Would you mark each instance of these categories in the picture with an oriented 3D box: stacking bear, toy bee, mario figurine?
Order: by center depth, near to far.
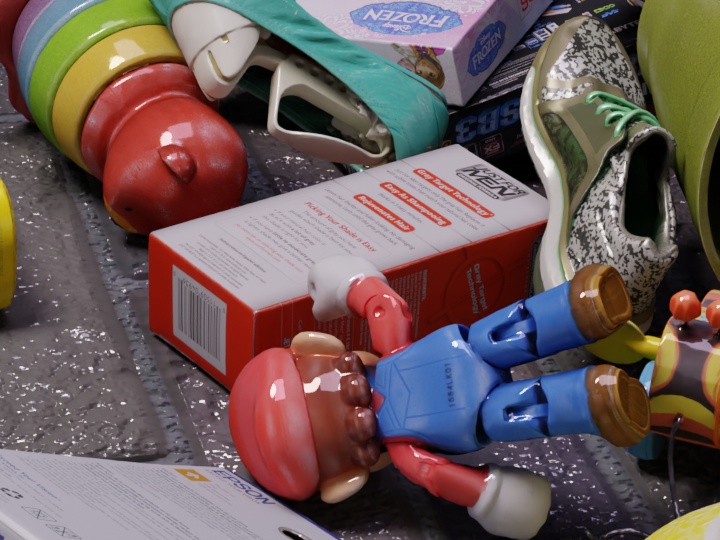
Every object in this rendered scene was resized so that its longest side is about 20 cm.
[{"bbox_3d":[0.034,0.055,1.255,0.200,0.106,0.123,-12,44,22],"label":"mario figurine"},{"bbox_3d":[0.169,0.051,1.272,0.131,0.109,0.200,4,28,-1],"label":"toy bee"},{"bbox_3d":[-0.130,-0.092,1.519,0.114,0.121,0.200,-37,49,-1],"label":"stacking bear"}]

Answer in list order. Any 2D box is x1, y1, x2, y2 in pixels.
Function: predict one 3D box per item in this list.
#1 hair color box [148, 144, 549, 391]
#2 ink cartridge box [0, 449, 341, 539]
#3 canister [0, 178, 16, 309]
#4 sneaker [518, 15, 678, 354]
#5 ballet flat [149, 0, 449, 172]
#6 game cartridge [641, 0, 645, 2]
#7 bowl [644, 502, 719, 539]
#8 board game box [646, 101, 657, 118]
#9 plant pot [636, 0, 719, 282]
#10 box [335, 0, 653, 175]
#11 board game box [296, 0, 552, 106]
[{"bbox_3d":[0.000,0.000,1.403,0.200,0.061,0.102,-18,34,-31],"label":"hair color box"},{"bbox_3d":[-0.069,0.133,1.139,0.196,0.043,0.200,29,11,40],"label":"ink cartridge box"},{"bbox_3d":[-0.291,-0.020,1.396,0.200,0.087,0.149,-9,30,-22],"label":"canister"},{"bbox_3d":[0.136,-0.057,1.383,0.077,0.089,0.200,15,52,-25],"label":"sneaker"},{"bbox_3d":[-0.045,-0.111,1.470,0.200,0.067,0.070,31,52,-5],"label":"ballet flat"},{"bbox_3d":[0.225,-0.187,1.522,0.176,0.032,0.200,-19,-32,38],"label":"game cartridge"},{"bbox_3d":[0.181,0.144,1.097,0.200,0.108,0.200,1,28,-1],"label":"bowl"},{"bbox_3d":[0.239,-0.102,1.630,0.152,0.045,0.200,-13,31,-26],"label":"board game box"},{"bbox_3d":[0.237,-0.094,1.422,0.200,0.200,0.193,-5,29,-13],"label":"plant pot"},{"bbox_3d":[0.055,-0.131,1.623,0.200,0.050,0.199,-22,33,-14],"label":"box"},{"bbox_3d":[0.017,-0.175,1.623,0.200,0.041,0.200,8,39,29],"label":"board game box"}]
